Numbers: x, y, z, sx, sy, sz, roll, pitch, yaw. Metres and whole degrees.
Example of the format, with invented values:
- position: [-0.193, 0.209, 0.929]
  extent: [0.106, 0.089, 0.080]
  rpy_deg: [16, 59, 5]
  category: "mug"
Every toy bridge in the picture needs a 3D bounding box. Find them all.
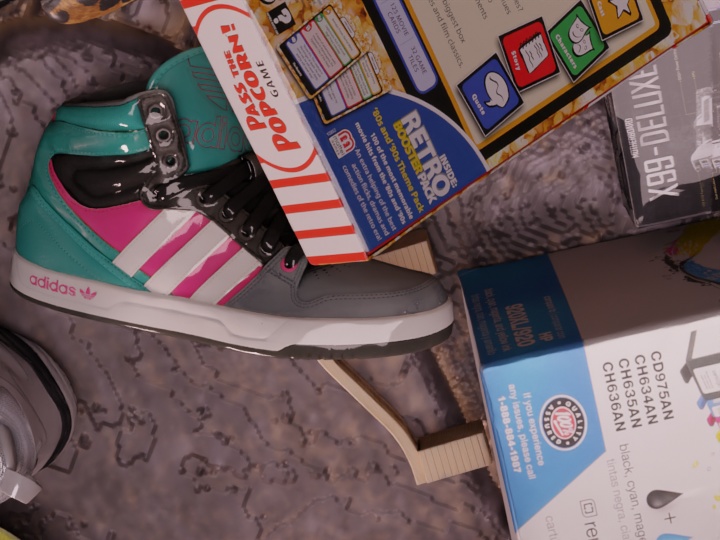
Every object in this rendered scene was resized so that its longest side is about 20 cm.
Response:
- position: [0.000, 0.000, 1.282]
  extent: [0.067, 0.027, 0.201]
  rpy_deg: [-17, 104, 3]
  category: "toy bridge"

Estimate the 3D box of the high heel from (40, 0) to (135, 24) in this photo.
- position: [-0.029, -0.107, 1.192]
  extent: [0.200, 0.071, 0.143]
  rpy_deg: [-36, 102, -32]
  category: "high heel"

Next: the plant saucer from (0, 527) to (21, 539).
- position: [-0.215, 0.186, 1.295]
  extent: [0.198, 0.031, 0.201]
  rpy_deg: [-3, 111, -8]
  category: "plant saucer"

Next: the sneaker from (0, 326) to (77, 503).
- position: [-0.212, 0.036, 1.236]
  extent: [0.199, 0.115, 0.075]
  rpy_deg: [31, 101, -10]
  category: "sneaker"

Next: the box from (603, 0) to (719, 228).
- position: [0.173, -0.132, 1.245]
  extent: [0.157, 0.050, 0.201]
  rpy_deg: [-12, 105, 1]
  category: "box"

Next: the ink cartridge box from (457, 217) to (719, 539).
- position: [0.156, 0.066, 1.246]
  extent: [0.199, 0.145, 0.148]
  rpy_deg: [-13, 104, 1]
  category: "ink cartridge box"

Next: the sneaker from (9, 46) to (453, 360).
- position: [-0.052, -0.036, 1.229]
  extent: [0.199, 0.084, 0.122]
  rpy_deg: [10, 107, 16]
  category: "sneaker"

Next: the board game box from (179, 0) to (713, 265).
- position: [0.031, -0.117, 1.142]
  extent: [0.200, 0.046, 0.152]
  rpy_deg: [-33, 105, -29]
  category: "board game box"

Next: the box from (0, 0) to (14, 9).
- position: [-0.143, -0.141, 1.149]
  extent: [0.159, 0.200, 0.050]
  rpy_deg: [-29, 105, 5]
  category: "box"
